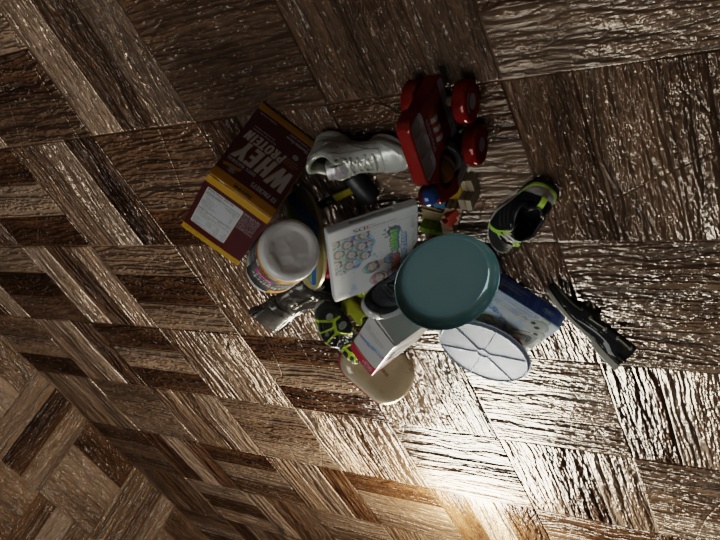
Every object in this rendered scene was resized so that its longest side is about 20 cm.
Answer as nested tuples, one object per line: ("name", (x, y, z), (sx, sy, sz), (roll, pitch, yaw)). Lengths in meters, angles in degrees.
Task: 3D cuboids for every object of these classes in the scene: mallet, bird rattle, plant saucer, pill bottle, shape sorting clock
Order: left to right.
("pill bottle", (-0.154, -0.020, 1.516), (0.116, 0.117, 0.200), (35, 161, -8))
("shape sorting clock", (-0.104, -0.064, 1.577), (0.200, 0.039, 0.204), (166, 90, -70))
("mallet", (-0.036, -0.135, 1.538), (0.066, 0.041, 0.199), (43, 148, -13))
("bird rattle", (0.000, 0.000, 1.656), (0.161, 0.113, 0.202), (-17, 116, 29))
("plant saucer", (0.156, 0.018, 1.456), (0.196, 0.028, 0.203), (-4, 120, -7))

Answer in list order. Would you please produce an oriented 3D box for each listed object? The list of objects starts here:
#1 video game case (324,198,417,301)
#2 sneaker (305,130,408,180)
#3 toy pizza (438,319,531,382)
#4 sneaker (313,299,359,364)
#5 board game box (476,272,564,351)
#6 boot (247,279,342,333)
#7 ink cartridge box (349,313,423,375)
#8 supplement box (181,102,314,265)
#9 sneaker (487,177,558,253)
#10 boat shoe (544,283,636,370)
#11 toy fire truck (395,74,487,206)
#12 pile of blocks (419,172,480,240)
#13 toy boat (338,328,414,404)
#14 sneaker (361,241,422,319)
("video game case", (0.025, -0.035, 1.522), (0.202, 0.179, 0.024), (85, 162, -50))
("sneaker", (-0.004, -0.186, 1.391), (0.197, 0.100, 0.076), (7, 138, 27))
("toy pizza", (0.252, 0.156, 1.620), (0.197, 0.032, 0.201), (22, 148, 14))
("sneaker", (-0.053, 0.128, 1.728), (0.076, 0.075, 0.201), (43, 170, 46))
("board game box", (0.267, 0.086, 1.583), (0.198, 0.044, 0.199), (32, 146, -3))
("boot", (-0.128, 0.077, 1.736), (0.174, 0.070, 0.199), (-39, 139, 17))
("ink cartridge box", (0.073, 0.118, 1.642), (0.086, 0.147, 0.200), (52, 156, 10))
("supplement box", (-0.206, -0.158, 1.486), (0.132, 0.199, 0.200), (35, 146, -9))
("sneaker", (0.260, -0.079, 1.345), (0.071, 0.083, 0.201), (29, 146, 1))
("boat shoe", (0.420, 0.091, 1.463), (0.060, 0.074, 0.200), (-43, 88, 14))
("toy fire truck", (0.114, -0.192, 1.233), (0.111, 0.169, 0.202), (8, 140, 29))
("pile of blocks", (0.146, -0.100, 1.421), (0.081, 0.063, 0.201), (29, 145, 1))
("toy boat", (0.031, 0.222, 1.886), (0.200, 0.131, 0.131), (44, 174, -18))
("sneaker", (0.087, 0.011, 1.505), (0.076, 0.198, 0.115), (47, 145, 23))
